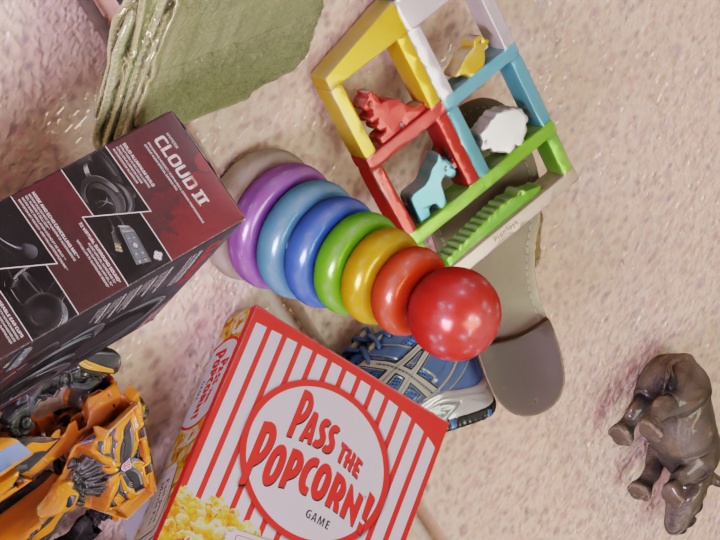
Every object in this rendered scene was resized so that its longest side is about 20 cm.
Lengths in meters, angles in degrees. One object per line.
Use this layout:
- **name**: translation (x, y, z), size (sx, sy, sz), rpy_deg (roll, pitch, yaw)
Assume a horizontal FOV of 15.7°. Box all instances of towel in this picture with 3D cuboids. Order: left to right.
- **towel**: translation (-0.074, -0.151, 1.438), size (0.200, 0.036, 0.149), rpy_deg (-30, 149, -51)

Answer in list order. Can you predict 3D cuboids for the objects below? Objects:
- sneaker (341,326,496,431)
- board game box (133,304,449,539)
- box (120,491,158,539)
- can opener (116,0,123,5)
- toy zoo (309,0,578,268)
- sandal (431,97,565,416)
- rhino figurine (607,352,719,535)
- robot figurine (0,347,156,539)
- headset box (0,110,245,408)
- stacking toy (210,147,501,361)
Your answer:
- **sneaker**: translation (0.000, 0.078, 1.700), size (0.200, 0.076, 0.077), rpy_deg (-15, 98, -41)
- **board game box**: translation (-0.047, 0.145, 1.581), size (0.151, 0.046, 0.200), rpy_deg (31, 62, -19)
- **box**: translation (-0.059, 0.227, 1.628), size (0.156, 0.041, 0.201), rpy_deg (-8, 76, -52)
- **can opener**: translation (-0.134, -0.198, 1.377), size (0.053, 0.066, 0.200), rpy_deg (-48, 145, -14)
- **toy zoo**: translation (0.049, -0.102, 1.632), size (0.131, 0.020, 0.200), rpy_deg (-39, 119, -20)
- **sandal**: translation (0.087, -0.010, 1.736), size (0.077, 0.070, 0.212), rpy_deg (-13, 97, -3)
- **rhino figurine**: translation (0.246, 0.140, 2.011), size (0.088, 0.060, 0.200), rpy_deg (-55, 146, -26)
- **robot figurine**: translation (-0.194, 0.133, 1.507), size (0.200, 0.058, 0.145), rpy_deg (-35, 136, -30)
- **headset box**: translation (-0.165, 0.005, 1.392), size (0.200, 0.077, 0.149), rpy_deg (-30, 173, -34)
- **stacking toy**: translation (0.000, 0.000, 1.532), size (0.085, 0.200, 0.086), rpy_deg (-26, 130, -36)
